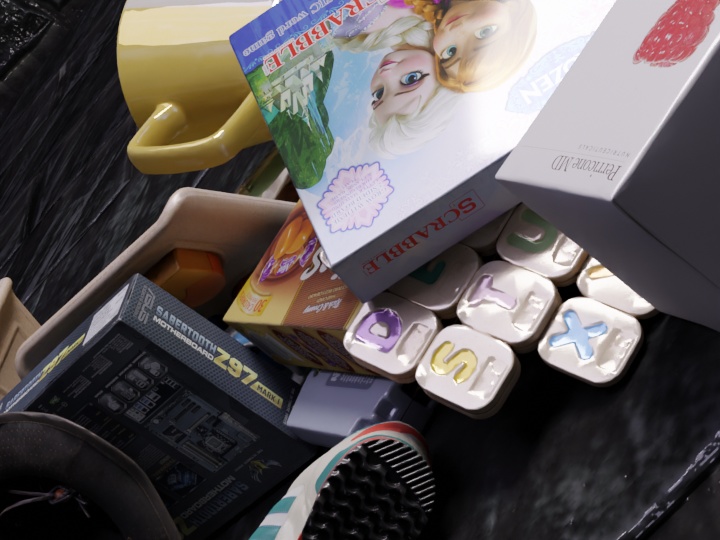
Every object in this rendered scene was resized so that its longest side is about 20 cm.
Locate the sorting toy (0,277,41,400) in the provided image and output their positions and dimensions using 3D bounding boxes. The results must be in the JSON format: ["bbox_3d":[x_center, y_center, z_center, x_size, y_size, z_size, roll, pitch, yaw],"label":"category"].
[{"bbox_3d":[-0.240,0.133,1.235,0.036,0.200,0.185,-16,35,21],"label":"sorting toy"}]

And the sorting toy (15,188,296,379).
[{"bbox_3d":[-0.113,0.025,1.172,0.200,0.185,0.037,-43,59,31],"label":"sorting toy"}]

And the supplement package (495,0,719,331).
[{"bbox_3d":[0.179,-0.084,0.761,0.200,0.120,0.121,-55,21,-5],"label":"supplement package"}]

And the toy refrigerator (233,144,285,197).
[{"bbox_3d":[-0.084,-0.018,1.312,0.200,0.070,0.076,-50,20,10],"label":"toy refrigerator"}]

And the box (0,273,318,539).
[{"bbox_3d":[-0.144,0.110,1.104,0.200,0.158,0.051,-40,23,34],"label":"box"}]

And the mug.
[{"bbox_3d":[-0.079,-0.143,1.265,0.153,0.149,0.187,-2,73,35],"label":"mug"}]

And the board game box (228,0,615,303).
[{"bbox_3d":[0.043,-0.112,0.923,0.200,0.041,0.200,-33,49,8],"label":"board game box"}]

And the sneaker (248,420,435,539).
[{"bbox_3d":[-0.029,0.160,0.922,0.200,0.070,0.093,-51,2,13],"label":"sneaker"}]

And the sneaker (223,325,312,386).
[{"bbox_3d":[-0.107,0.102,1.161,0.200,0.072,0.073,-47,17,21],"label":"sneaker"}]

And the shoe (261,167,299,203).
[{"bbox_3d":[-0.006,-0.072,1.205,0.200,0.070,0.053,-42,-11,23],"label":"shoe"}]

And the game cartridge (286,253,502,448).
[{"bbox_3d":[0.034,0.022,1.035,0.200,0.040,0.133,-58,24,-14],"label":"game cartridge"}]

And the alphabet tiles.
[{"bbox_3d":[0.078,-0.023,0.886,0.195,0.015,0.200,24,75,36],"label":"alphabet tiles"}]

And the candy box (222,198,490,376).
[{"bbox_3d":[0.000,0.000,1.017,0.117,0.056,0.200,-58,19,-13],"label":"candy box"}]

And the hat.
[{"bbox_3d":[-0.177,0.166,1.068,0.201,0.201,0.081,-43,3,27],"label":"hat"}]
